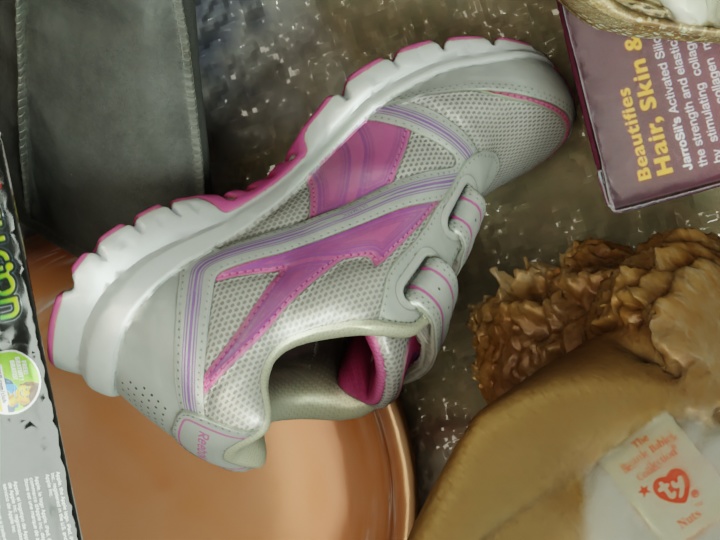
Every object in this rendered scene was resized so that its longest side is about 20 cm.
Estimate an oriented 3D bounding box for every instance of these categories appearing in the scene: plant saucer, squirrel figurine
[{"bbox_3d":[-0.073,0.079,0.905,0.199,0.037,0.201,2,96,16],"label":"plant saucer"},{"bbox_3d":[0.082,0.087,0.808,0.141,0.187,0.201,17,64,0],"label":"squirrel figurine"}]

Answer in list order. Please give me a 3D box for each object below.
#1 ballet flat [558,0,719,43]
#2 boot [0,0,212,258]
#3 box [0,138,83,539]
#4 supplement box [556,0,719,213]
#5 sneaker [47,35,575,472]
[{"bbox_3d":[0.146,-0.091,0.722,0.199,0.065,0.071,-2,95,15],"label":"ballet flat"},{"bbox_3d":[-0.111,-0.114,0.832,0.182,0.072,0.201,41,150,32],"label":"boot"},{"bbox_3d":[-0.121,0.054,0.833,0.035,0.110,0.201,-12,97,-12],"label":"box"},{"bbox_3d":[0.165,-0.098,0.796,0.199,0.086,0.111,-14,92,16],"label":"supplement box"},{"bbox_3d":[0.000,0.000,0.818,0.200,0.081,0.088,-35,69,-21],"label":"sneaker"}]
